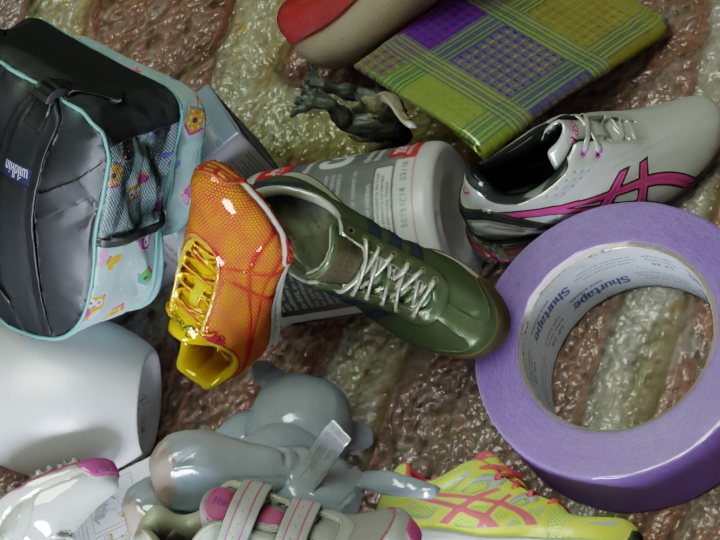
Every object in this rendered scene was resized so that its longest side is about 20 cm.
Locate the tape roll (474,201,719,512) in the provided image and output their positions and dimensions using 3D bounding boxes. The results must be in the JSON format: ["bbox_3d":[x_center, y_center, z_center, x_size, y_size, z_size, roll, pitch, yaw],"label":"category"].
[{"bbox_3d":[0.180,0.057,1.539,0.199,0.066,0.201,-11,59,20],"label":"tape roll"}]

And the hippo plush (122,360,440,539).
[{"bbox_3d":[-0.069,0.125,1.553,0.200,0.159,0.161,-48,20,26],"label":"hippo plush"}]

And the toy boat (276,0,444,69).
[{"bbox_3d":[0.012,-0.244,1.707,0.200,0.130,0.131,-42,82,26],"label":"toy boat"}]

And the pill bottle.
[{"bbox_3d":[-0.023,-0.022,1.648,0.199,0.114,0.114,-9,61,21],"label":"pill bottle"}]

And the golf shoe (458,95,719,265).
[{"bbox_3d":[0.163,-0.074,1.588,0.199,0.092,0.073,-25,57,-6],"label":"golf shoe"}]

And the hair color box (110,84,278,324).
[{"bbox_3d":[-0.161,-0.040,1.732,0.200,0.099,0.061,-38,56,3],"label":"hair color box"}]

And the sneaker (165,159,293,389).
[{"bbox_3d":[-0.090,0.009,1.506,0.073,0.200,0.077,32,57,26],"label":"sneaker"}]

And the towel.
[{"bbox_3d":[0.112,-0.161,1.665,0.200,0.023,0.143,-35,52,-28],"label":"towel"}]

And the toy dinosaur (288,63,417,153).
[{"bbox_3d":[-0.002,-0.114,1.632,0.088,0.200,0.048,19,88,0],"label":"toy dinosaur"}]

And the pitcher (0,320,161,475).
[{"bbox_3d":[-0.246,0.084,1.702,0.199,0.172,0.122,4,101,8],"label":"pitcher"}]

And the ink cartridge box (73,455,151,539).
[{"bbox_3d":[-0.177,0.246,1.622,0.176,0.045,0.201,-24,57,13],"label":"ink cartridge box"}]

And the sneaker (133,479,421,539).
[{"bbox_3d":[-0.060,0.175,1.434,0.199,0.088,0.081,-15,24,18],"label":"sneaker"}]

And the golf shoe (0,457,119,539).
[{"bbox_3d":[-0.242,0.208,1.615,0.200,0.075,0.092,-35,70,10],"label":"golf shoe"}]

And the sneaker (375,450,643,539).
[{"bbox_3d":[0.092,0.160,1.519,0.199,0.078,0.091,0,62,26],"label":"sneaker"}]

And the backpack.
[{"bbox_3d":[-0.206,-0.059,1.603,0.175,0.153,0.201,26,117,28],"label":"backpack"}]

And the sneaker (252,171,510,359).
[{"bbox_3d":[0.000,0.000,1.530,0.200,0.090,0.067,33,104,17],"label":"sneaker"}]
